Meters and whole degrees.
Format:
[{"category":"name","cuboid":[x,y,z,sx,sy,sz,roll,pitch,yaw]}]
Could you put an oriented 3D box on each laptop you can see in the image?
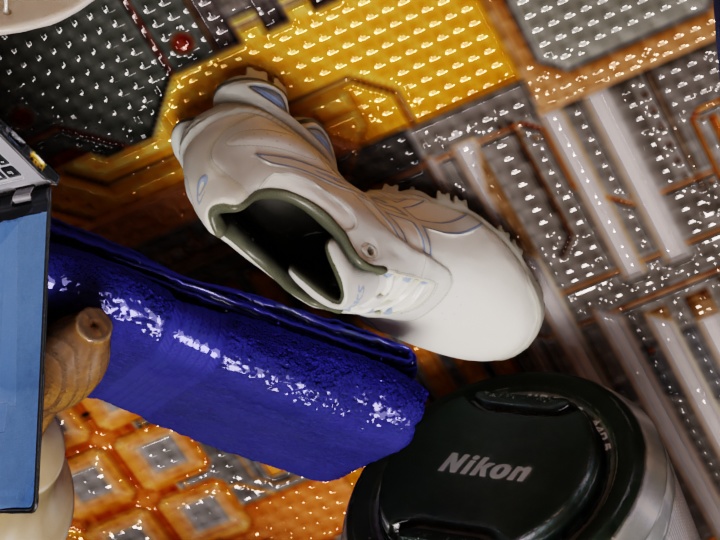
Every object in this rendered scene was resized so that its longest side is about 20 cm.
[{"category":"laptop","cuboid":[-0.220,-0.006,0.911,0.186,0.116,0.200,-8,133,49]}]

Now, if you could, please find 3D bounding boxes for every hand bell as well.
[{"category":"hand bell","cuboid":[-0.147,0.063,0.973,0.103,0.105,0.200,22,146,-15]}]

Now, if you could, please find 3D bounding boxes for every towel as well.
[{"category":"towel","cuboid":[-0.078,0.037,1.007,0.199,0.050,0.148,22,160,-15]}]

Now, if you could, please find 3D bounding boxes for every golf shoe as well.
[{"category":"golf shoe","cuboid":[0.000,0.000,0.977,0.199,0.098,0.078,30,119,-21]}]

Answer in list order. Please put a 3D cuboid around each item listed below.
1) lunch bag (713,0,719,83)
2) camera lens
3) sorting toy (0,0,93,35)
[{"category":"lunch bag","cuboid":[0.201,-0.093,0.847,0.131,0.201,0.137,8,131,-2]},{"category":"camera lens","cuboid":[0.091,0.162,1.048,0.159,0.161,0.201,-17,127,12]},{"category":"sorting toy","cuboid":[-0.085,-0.199,0.841,0.178,0.107,0.201,1,126,-9]}]
